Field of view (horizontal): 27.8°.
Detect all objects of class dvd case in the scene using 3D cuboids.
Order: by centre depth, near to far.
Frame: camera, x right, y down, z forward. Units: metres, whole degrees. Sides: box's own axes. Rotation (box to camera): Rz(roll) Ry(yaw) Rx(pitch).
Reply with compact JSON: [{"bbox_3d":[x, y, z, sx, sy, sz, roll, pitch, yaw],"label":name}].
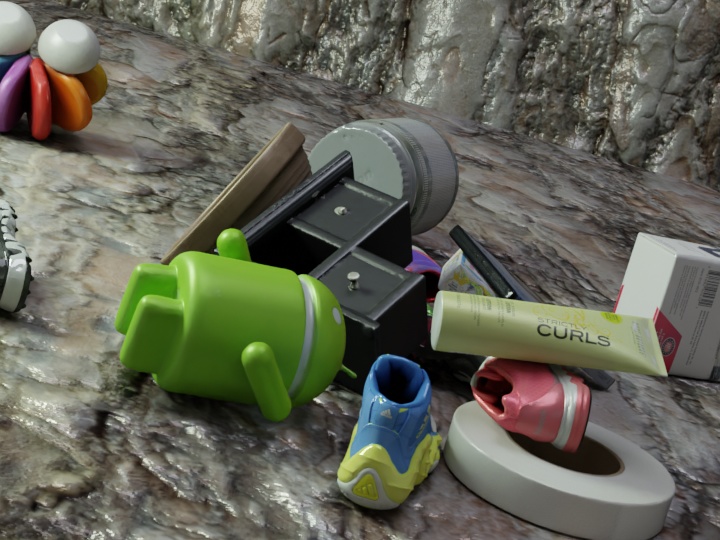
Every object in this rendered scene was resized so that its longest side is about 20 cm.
[{"bbox_3d":[0.184,0.039,1.562,0.200,0.018,0.143,38,11,-38],"label":"dvd case"}]

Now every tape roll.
[{"bbox_3d":[0.170,0.167,1.242,0.201,0.037,0.203,15,14,-4],"label":"tape roll"}]

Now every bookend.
[{"bbox_3d":[0.000,0.000,1.397,0.199,0.093,0.198,26,48,32],"label":"bookend"}]

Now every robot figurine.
[{"bbox_3d":[-0.100,0.051,1.214,0.198,0.116,0.176,12,31,-23],"label":"robot figurine"}]

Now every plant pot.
[{"bbox_3d":[-0.109,-0.051,1.515,0.093,0.201,0.201,42,12,-8],"label":"plant pot"}]

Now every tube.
[{"bbox_3d":[0.160,0.052,1.239,0.198,0.059,0.052,8,-12,-5],"label":"tube"}]

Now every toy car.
[{"bbox_3d":[-0.443,-0.245,1.937,0.198,0.176,0.151,15,50,-5],"label":"toy car"}]

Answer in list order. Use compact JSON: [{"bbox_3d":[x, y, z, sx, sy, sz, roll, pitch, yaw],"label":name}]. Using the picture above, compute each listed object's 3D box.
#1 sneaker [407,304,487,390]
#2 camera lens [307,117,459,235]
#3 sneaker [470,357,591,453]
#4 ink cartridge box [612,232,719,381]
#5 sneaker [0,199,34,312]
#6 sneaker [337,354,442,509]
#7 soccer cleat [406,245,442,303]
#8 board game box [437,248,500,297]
[{"bbox_3d":[0.060,0.074,1.439,0.199,0.077,0.084,29,48,30],"label":"sneaker"},{"bbox_3d":[0.030,-0.119,1.917,0.159,0.162,0.200,21,15,21],"label":"camera lens"},{"bbox_3d":[0.133,0.089,1.273,0.086,0.075,0.200,10,15,-15],"label":"sneaker"},{"bbox_3d":[0.409,0.048,1.735,0.198,0.146,0.084,9,16,-27],"label":"ink cartridge box"},{"bbox_3d":[-0.357,-0.025,1.320,0.090,0.067,0.200,12,17,-27],"label":"sneaker"},{"bbox_3d":[0.036,0.112,1.157,0.075,0.106,0.200,17,15,4],"label":"sneaker"},{"bbox_3d":[0.019,0.004,1.565,0.199,0.069,0.073,6,21,-45],"label":"soccer cleat"},{"bbox_3d":[0.142,0.041,1.531,0.134,0.034,0.200,45,8,0],"label":"board game box"}]
